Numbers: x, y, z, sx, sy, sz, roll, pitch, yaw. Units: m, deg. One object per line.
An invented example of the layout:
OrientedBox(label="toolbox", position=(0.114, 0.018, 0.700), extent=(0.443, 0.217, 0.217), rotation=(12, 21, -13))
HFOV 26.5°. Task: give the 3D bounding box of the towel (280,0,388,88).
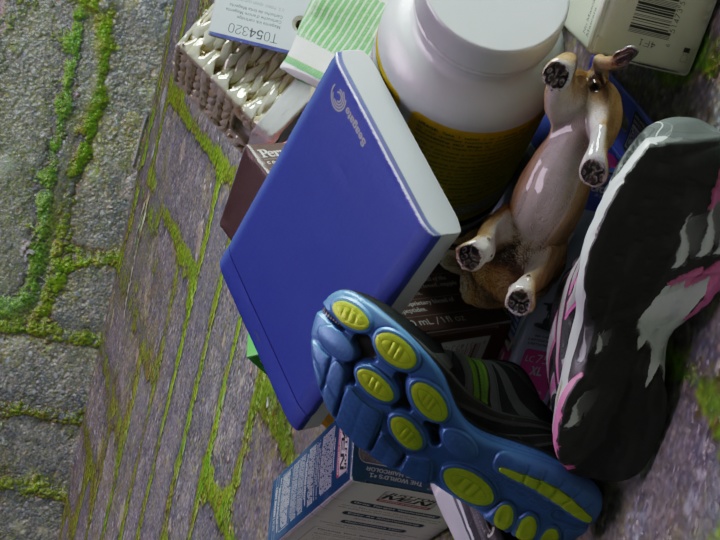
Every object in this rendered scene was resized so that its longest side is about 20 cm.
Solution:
OrientedBox(label="towel", position=(0.041, -0.201, 1.063), extent=(0.202, 0.152, 0.023), rotation=(-65, -24, 8))

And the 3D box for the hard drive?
OrientedBox(label="hard drive", position=(-0.020, -0.013, 0.913), extent=(0.133, 0.025, 0.200), rotation=(63, 142, 26))

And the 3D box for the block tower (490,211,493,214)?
OrientedBox(label="block tower", position=(0.077, -0.114, 1.135), extent=(0.201, 0.053, 0.058), rotation=(-107, 31, -56))

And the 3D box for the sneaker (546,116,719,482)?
OrientedBox(label="sneaker", position=(0.136, 0.007, 0.823), extent=(0.087, 0.079, 0.202), rotation=(-110, 36, -62))

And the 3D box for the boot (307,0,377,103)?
OrientedBox(label="boot", position=(-0.011, -0.112, 1.177), extent=(0.200, 0.072, 0.157), rotation=(134, 150, -75))

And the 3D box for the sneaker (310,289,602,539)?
OrientedBox(label="sneaker", position=(0.052, 0.080, 0.865), extent=(0.071, 0.199, 0.083), rotation=(-48, 15, 24))

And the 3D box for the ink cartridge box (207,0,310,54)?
OrientedBox(label="ink cartridge box", position=(-0.015, -0.274, 1.289), extent=(0.043, 0.194, 0.202), rotation=(-114, 37, -82))

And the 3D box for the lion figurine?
OrientedBox(label="lion figurine", position=(0.107, -0.051, 0.854), extent=(0.201, 0.072, 0.122), rotation=(-57, -6, 26))

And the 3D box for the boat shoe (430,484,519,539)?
OrientedBox(label="boat shoe", position=(0.093, 0.156, 0.914), extent=(0.057, 0.068, 0.201), rotation=(-51, 32, 28))

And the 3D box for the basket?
OrientedBox(label="basket", position=(-0.065, -0.209, 1.368), extent=(0.200, 0.123, 0.136), rotation=(-48, 0, -13))

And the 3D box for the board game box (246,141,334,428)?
OrientedBox(label="board game box", position=(-0.039, 0.014, 1.302), extent=(0.040, 0.153, 0.202), rotation=(-13, 55, 22))

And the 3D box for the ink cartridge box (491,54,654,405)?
OrientedBox(label="ink cartridge box", position=(0.120, -0.028, 0.970), extent=(0.120, 0.042, 0.202), rotation=(-109, 35, -59))

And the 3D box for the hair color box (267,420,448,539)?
OrientedBox(label="hair color box", position=(0.007, 0.162, 1.115), extent=(0.200, 0.099, 0.061), rotation=(131, 147, -59))

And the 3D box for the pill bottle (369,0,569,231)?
OrientedBox(label="pill bottle", position=(0.058, -0.112, 0.917), extent=(0.200, 0.111, 0.114), rotation=(112, 163, -63))

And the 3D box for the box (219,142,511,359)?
OrientedBox(label="box", position=(0.000, 0.000, 0.999), extent=(0.200, 0.099, 0.075), rotation=(50, 132, 37))

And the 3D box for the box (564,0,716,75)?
OrientedBox(label="box", position=(0.148, -0.194, 0.924), extent=(0.200, 0.068, 0.083), rotation=(-114, 37, -61))
